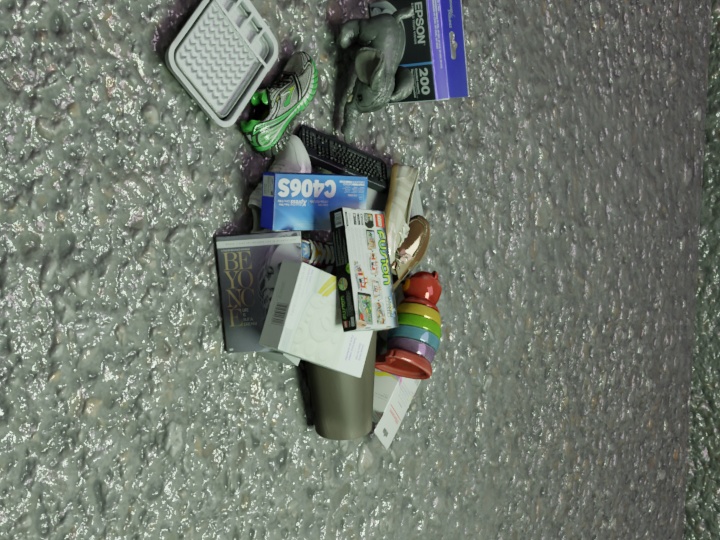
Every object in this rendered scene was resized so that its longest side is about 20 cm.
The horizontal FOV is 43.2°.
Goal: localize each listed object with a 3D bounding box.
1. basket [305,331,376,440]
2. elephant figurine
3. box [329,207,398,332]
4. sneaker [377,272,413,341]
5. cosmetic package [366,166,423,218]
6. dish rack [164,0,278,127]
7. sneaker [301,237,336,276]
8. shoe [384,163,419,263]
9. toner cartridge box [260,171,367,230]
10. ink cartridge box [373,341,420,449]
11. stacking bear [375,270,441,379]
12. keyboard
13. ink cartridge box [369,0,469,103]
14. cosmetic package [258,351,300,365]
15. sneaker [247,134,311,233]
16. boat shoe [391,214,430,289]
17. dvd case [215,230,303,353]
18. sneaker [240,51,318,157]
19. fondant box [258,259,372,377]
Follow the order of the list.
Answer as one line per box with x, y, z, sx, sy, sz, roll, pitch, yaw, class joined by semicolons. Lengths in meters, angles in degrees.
-0.036;0.202;1.708;0.180;0.133;0.205;-25;116;-59;basket
0.031;-0.362;1.696;0.138;0.155;0.205;-5;73;-15;elephant figurine
0.006;-0.001;1.536;0.109;0.034;0.205;2;78;-48;box
0.074;0.057;1.857;0.076;0.079;0.205;-25;116;-48;sneaker
0.030;-0.130;1.789;0.198;0.089;0.109;-24;110;-42;cosmetic package
-0.232;-0.357;1.495;0.172;0.043;0.202;51;57;-40;dish rack
-0.075;-0.018;1.579;0.090;0.195;0.076;72;8;-64;sneaker
0.073;-0.107;1.713;0.070;0.052;0.205;75;23;-72;shoe
-0.078;-0.120;1.584;0.197;0.043;0.097;-3;102;-37;toner cartridge box
0.059;0.244;1.838;0.203;0.066;0.118;-62;153;-20;ink cartridge box
0.106;0.097;1.767;0.112;0.121;0.204;20;68;-16;stacking bear
-0.031;-0.190;1.682;0.197;0.021;0.130;19;54;-28;keyboard
0.113;-0.429;1.768;0.043;0.197;0.203;-22;109;-48;ink cartridge box
-0.114;0.067;1.640;0.051;0.081;0.203;41;64;-41;cosmetic package
-0.143;-0.142;1.592;0.099;0.074;0.205;14;83;-49;sneaker
0.071;-0.016;1.772;0.202;0.075;0.072;-59;171;17;boat shoe
-0.165;0.038;1.546;0.016;0.145;0.205;-67;153;-79;dvd case
-0.139;-0.302;1.581;0.085;0.077;0.203;42;63;-41;sneaker
-0.064;0.083;1.529;0.198;0.058;0.148;24;77;-43;fondant box
